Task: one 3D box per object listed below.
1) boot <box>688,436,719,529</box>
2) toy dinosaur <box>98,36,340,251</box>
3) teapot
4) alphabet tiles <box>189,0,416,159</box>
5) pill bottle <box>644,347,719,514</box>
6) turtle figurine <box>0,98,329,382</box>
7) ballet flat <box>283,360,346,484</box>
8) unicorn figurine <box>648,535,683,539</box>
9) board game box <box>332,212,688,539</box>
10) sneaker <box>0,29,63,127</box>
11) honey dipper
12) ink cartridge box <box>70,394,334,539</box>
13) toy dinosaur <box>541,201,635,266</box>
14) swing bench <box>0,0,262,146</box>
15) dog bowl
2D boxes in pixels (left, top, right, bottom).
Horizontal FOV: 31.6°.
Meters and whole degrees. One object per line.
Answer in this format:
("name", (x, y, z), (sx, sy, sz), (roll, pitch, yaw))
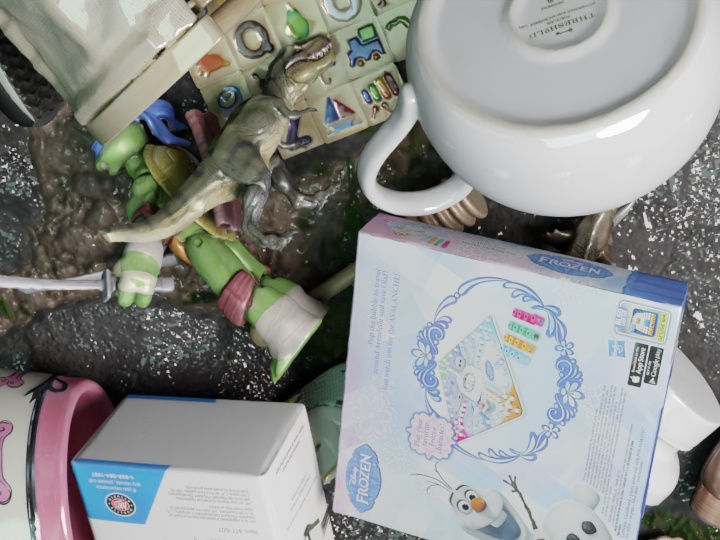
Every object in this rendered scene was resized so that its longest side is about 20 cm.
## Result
("boot", (0.341, 0.108, 0.869), (0.184, 0.064, 0.202), (17, 111, -2))
("toy dinosaur", (-0.065, -0.058, 0.790), (0.088, 0.200, 0.047), (41, 152, -2))
("teapot", (0.121, -0.104, 0.752), (0.198, 0.199, 0.147), (21, 159, 25))
("alphabet tiles", (-0.048, -0.177, 0.820), (0.164, 0.006, 0.202), (-19, 111, 17))
("pill bottle", (0.147, 0.134, 0.877), (0.111, 0.111, 0.200), (40, 114, -11))
("turtle figurine", (-0.128, 0.010, 0.838), (0.193, 0.201, 0.144), (38, 153, -1))
("ballet flat", (-0.052, 0.135, 0.929), (0.199, 0.071, 0.069), (-32, 108, 20))
("unicorn figurine", (0.211, 0.283, 0.966), (0.136, 0.074, 0.202), (22, 102, 8))
("board game box", (0.087, 0.083, 0.791), (0.196, 0.043, 0.203), (13, 114, 16))
("sneaker", (-0.269, -0.178, 0.826), (0.089, 0.070, 0.202), (-17, 112, 32))
("honey dipper", (0.000, 0.000, 0.881), (0.199, 0.038, 0.038), (-35, 106, 24))
("ink cartridge box", (-0.097, 0.195, 0.882), (0.144, 0.085, 0.203), (1, 119, 20))
("toy dinosaur", (0.097, 0.019, 0.846), (0.198, 0.102, 0.078), (-26, 99, 29))
("swing bench", (-0.161, -0.191, 0.716), (0.129, 0.200, 0.199), (-36, 103, 23))
("dog bowl", (-0.216, 0.165, 0.900), (0.073, 0.201, 0.203), (-8, 114, 4))
